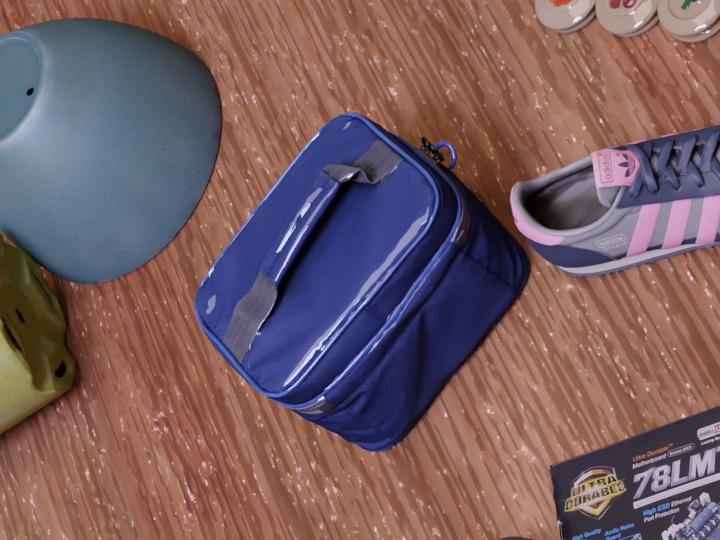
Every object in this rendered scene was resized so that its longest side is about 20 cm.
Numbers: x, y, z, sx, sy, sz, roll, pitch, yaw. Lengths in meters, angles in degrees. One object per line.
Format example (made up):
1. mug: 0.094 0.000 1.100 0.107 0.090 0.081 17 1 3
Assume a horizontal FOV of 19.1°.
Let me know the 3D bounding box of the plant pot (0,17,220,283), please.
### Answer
1. plant pot: -0.222 -0.107 1.589 0.200 0.135 0.201 -16 61 31

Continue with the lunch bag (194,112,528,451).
1. lunch bag: 0.000 0.000 1.371 0.200 0.132 0.136 -53 49 6

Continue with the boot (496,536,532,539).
1. boot: 0.092 0.258 1.241 0.075 0.073 0.201 132 136 -73

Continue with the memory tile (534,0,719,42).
1. memory tile: 0.209 -0.220 1.387 0.200 0.017 0.154 10 76 40

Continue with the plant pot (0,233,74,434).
1. plant pot: -0.318 0.065 1.566 0.184 0.200 0.201 -26 56 13

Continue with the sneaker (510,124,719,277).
1. sneaker: 0.183 -0.052 1.287 0.200 0.082 0.070 -23 57 28

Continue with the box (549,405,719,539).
1. box: 0.210 0.174 1.186 0.200 0.050 0.199 -23 56 26
